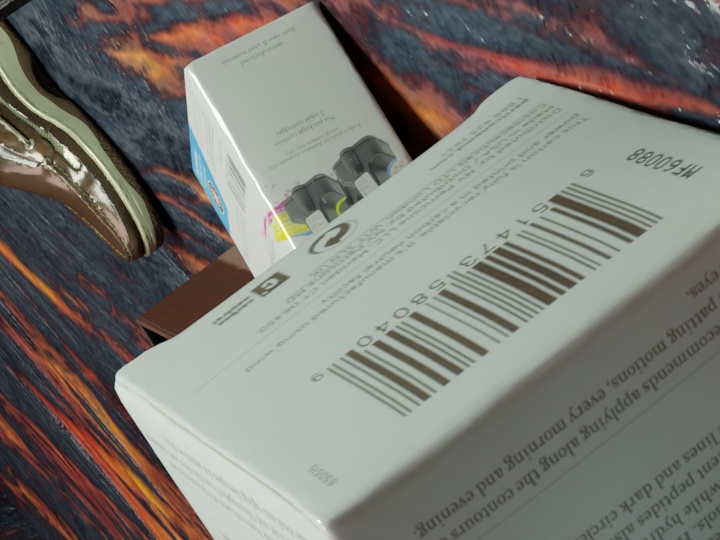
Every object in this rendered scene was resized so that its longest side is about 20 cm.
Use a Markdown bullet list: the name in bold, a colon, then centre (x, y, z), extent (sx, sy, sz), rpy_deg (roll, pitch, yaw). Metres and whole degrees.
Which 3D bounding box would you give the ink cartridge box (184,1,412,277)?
- **ink cartridge box**: centre (0.000, 0.000, 1.179), extent (0.200, 0.068, 0.115), rpy_deg (59, 169, 18)

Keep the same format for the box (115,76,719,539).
- **box**: centre (0.062, 0.065, 0.943), extent (0.171, 0.199, 0.200), rpy_deg (59, 166, -23)

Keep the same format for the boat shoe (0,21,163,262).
- **boat shoe**: centre (-0.206, -0.073, 1.683), extent (0.202, 0.075, 0.075), rpy_deg (48, 165, 16)

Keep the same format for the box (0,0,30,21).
- **box**: centre (-0.082, -0.161, 0.853), extent (0.044, 0.200, 0.160), rpy_deg (49, 165, 15)

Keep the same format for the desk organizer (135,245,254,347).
- **desk organizer**: centre (-0.036, 0.087, 1.535), extent (0.200, 0.077, 0.072), rpy_deg (59, 164, -22)
